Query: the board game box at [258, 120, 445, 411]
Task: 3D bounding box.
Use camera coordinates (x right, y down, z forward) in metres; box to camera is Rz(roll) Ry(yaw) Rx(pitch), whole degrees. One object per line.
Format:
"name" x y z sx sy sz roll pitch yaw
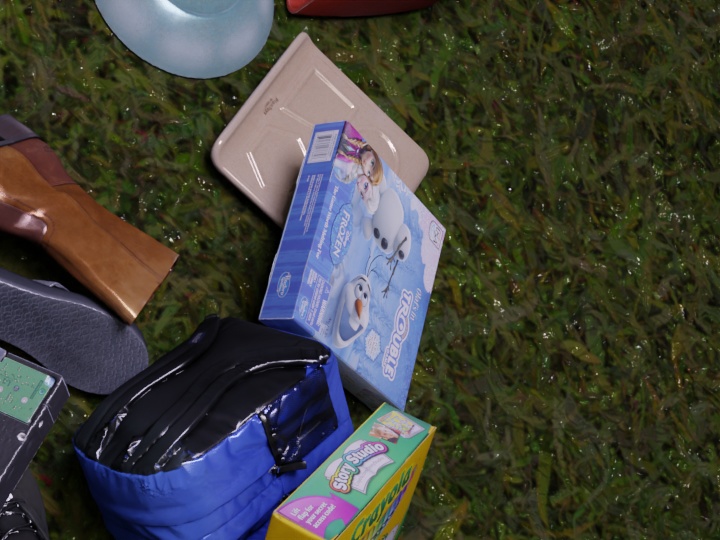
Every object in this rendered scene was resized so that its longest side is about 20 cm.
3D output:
"board game box" 0.000 0.000 1.127 0.199 0.043 0.202 43 53 -47

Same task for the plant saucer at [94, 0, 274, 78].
"plant saucer" -0.166 -0.289 1.172 0.199 0.039 0.204 10 69 -28

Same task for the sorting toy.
"sorting toy" -0.038 -0.108 1.199 0.200 0.036 0.186 44 57 -18

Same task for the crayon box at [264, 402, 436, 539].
"crayon box" -0.020 0.227 0.978 0.058 0.174 0.200 26 28 16

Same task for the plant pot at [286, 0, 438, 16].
"plant pot" 0.042 -0.377 1.246 0.175 0.199 0.203 5 72 -41

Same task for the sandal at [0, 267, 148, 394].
"sandal" -0.260 0.037 0.993 0.199 0.076 0.043 30 20 -23

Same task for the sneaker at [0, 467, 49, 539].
"sneaker" -0.259 0.219 0.919 0.075 0.091 0.202 -16 82 -32

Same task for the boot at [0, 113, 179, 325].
"boot" -0.262 -0.020 0.975 0.200 0.069 0.189 41 27 -3

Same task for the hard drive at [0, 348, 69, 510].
"hard drive" -0.326 0.143 0.897 0.138 0.038 0.202 20 61 10

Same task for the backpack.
"backpack" -0.117 0.154 0.980 0.199 0.161 0.170 -33 117 -40
